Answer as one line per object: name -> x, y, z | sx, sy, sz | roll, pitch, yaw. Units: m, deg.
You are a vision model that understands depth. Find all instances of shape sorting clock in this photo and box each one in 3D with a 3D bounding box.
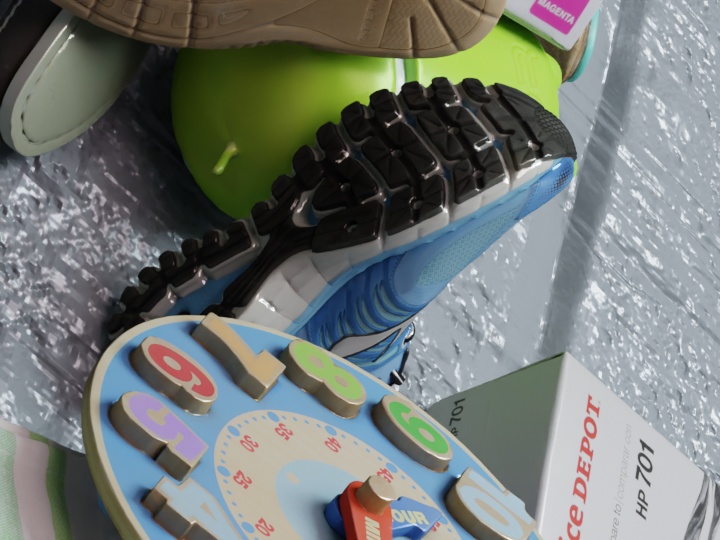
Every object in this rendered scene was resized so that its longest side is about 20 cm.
shape sorting clock -> -0.004, 0.085, 0.912 | 0.200, 0.039, 0.200 | 33, 27, -19

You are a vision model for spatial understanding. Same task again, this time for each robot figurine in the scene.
robot figurine -> 0.004, -0.068, 1.153 | 0.200, 0.116, 0.176 | 7, 71, -48

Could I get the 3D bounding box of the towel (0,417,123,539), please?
towel -> -0.047, 0.118, 0.869 | 0.200, 0.023, 0.153 | 24, 30, -35

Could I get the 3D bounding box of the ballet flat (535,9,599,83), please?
ballet flat -> 0.080, -0.180, 1.356 | 0.072, 0.068, 0.200 | 20, 54, -19

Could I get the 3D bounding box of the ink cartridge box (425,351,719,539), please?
ink cartridge box -> 0.111, 0.155, 1.189 | 0.200, 0.086, 0.147 | 42, 44, -31

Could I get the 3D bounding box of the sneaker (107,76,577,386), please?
sneaker -> 0.000, 0.000, 1.070 | 0.090, 0.200, 0.078 | 47, 17, -42

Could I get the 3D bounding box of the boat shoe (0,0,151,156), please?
boat shoe -> -0.106, -0.125, 1.100 | 0.061, 0.072, 0.201 | 24, 53, 14

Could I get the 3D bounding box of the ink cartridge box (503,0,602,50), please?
ink cartridge box -> 0.016, -0.175, 1.198 | 0.119, 0.042, 0.200 | 27, 12, -37

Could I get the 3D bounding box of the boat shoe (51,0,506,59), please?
boat shoe -> -0.042, -0.129, 1.048 | 0.200, 0.072, 0.065 | 6, 39, -16
